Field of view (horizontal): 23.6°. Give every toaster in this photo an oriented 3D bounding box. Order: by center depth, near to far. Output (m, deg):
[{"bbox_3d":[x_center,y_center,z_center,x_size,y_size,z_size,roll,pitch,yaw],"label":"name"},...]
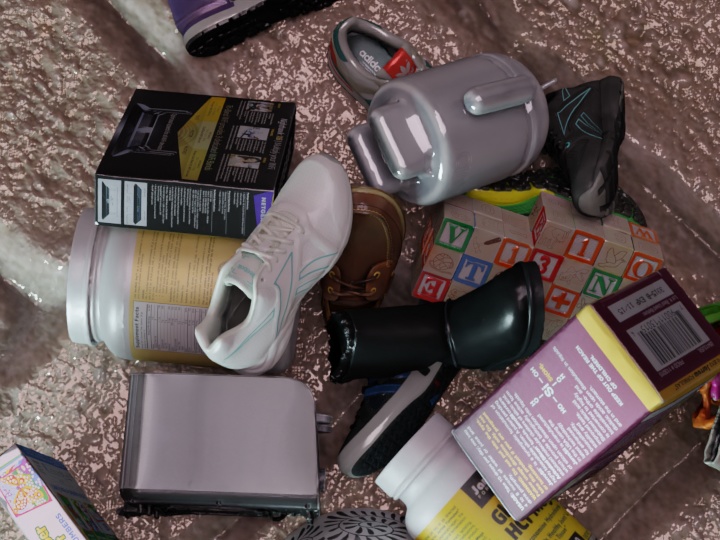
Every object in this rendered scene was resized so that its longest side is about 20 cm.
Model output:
[{"bbox_3d":[-0.124,0.159,1.512,0.199,0.181,0.120,2,79,0],"label":"toaster"}]

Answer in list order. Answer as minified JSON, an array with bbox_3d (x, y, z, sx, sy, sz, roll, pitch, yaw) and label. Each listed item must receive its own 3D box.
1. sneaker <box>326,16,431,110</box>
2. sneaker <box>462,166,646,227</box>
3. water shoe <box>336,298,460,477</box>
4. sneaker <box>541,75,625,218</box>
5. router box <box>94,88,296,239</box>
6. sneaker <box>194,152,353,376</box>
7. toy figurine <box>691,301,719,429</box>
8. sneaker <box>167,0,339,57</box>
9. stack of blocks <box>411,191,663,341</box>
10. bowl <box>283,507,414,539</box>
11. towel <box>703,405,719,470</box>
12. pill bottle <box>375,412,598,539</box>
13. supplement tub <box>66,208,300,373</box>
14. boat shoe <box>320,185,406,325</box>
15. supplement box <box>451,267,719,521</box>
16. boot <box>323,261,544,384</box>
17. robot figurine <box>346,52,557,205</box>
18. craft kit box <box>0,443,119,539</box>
[{"bbox_3d":[0.046,-0.163,1.609,0.200,0.093,0.070,43,83,8],"label":"sneaker"},{"bbox_3d":[0.169,-0.049,1.608,0.199,0.078,0.086,6,116,-5],"label":"sneaker"},{"bbox_3d":[0.032,0.100,1.585,0.079,0.072,0.200,33,76,26],"label":"water shoe"},{"bbox_3d":[0.200,-0.110,1.574,0.079,0.200,0.076,1,123,11],"label":"sneaker"},{"bbox_3d":[-0.145,-0.099,1.554,0.156,0.200,0.053,5,118,2],"label":"router box"},{"bbox_3d":[-0.070,-0.006,1.429,0.070,0.080,0.201,26,92,29],"label":"sneaker"},{"bbox_3d":[0.352,0.119,1.532,0.199,0.150,0.185,-14,89,-25],"label":"toy figurine"},{"bbox_3d":[-0.090,-0.286,1.645,0.199,0.076,0.088,-23,74,-3],"label":"sneaker"},{"bbox_3d":[0.157,-0.007,1.551,0.199,0.059,0.116,18,118,-8],"label":"stack of blocks"},{"bbox_3d":[-0.001,0.310,1.526,0.199,0.094,0.202,0,80,2],"label":"bowl"},{"bbox_3d":[0.394,0.106,1.468,0.199,0.034,0.194,21,85,-28],"label":"towel"},{"bbox_3d":[0.113,0.225,1.530,0.200,0.112,0.113,42,83,7],"label":"pill bottle"},{"bbox_3d":[-0.155,0.013,1.554,0.199,0.145,0.146,5,80,2],"label":"supplement tub"},{"bbox_3d":[-0.001,0.000,1.524,0.071,0.200,0.068,7,57,-1],"label":"boat shoe"},{"bbox_3d":[0.195,0.105,1.458,0.103,0.131,0.200,53,128,13],"label":"supplement box"},{"bbox_3d":[0.059,0.048,1.458,0.161,0.198,0.074,-2,73,-11],"label":"boot"},{"bbox_3d":[0.085,-0.126,1.514,0.199,0.169,0.114,-21,86,-33],"label":"robot figurine"},{"bbox_3d":[-0.235,0.246,1.487,0.048,0.200,0.198,-41,81,-6],"label":"craft kit box"}]
